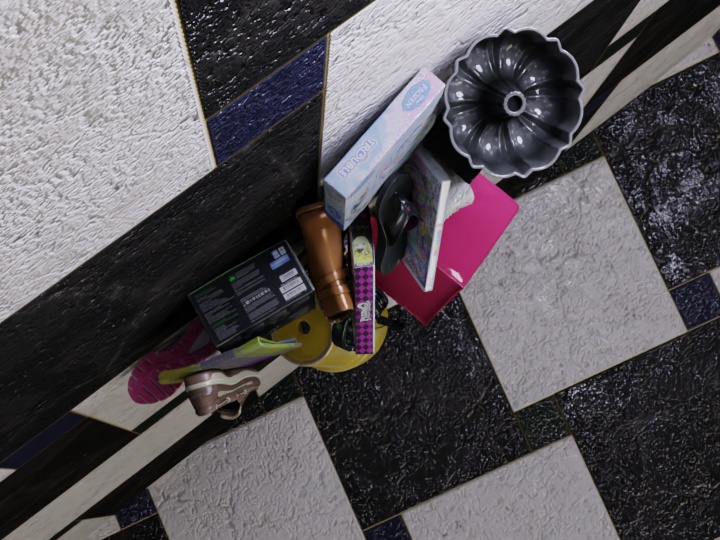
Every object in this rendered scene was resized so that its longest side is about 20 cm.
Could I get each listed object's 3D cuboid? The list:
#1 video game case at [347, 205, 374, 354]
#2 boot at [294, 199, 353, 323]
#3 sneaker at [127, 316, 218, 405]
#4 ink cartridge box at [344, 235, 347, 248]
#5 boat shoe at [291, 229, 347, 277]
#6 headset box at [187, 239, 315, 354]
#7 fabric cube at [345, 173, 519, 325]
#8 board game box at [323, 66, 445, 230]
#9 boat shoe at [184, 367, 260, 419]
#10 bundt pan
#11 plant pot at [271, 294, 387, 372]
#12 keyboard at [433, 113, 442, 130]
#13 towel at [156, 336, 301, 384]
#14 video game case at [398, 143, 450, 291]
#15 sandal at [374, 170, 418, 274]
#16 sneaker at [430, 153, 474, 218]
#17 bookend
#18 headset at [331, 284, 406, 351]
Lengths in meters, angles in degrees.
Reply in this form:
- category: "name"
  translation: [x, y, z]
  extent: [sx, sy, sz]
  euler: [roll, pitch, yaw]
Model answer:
- category: "video game case"
  translation: [0.000, 0.000, 1.710]
  extent: [0.035, 0.183, 0.201]
  euler: [-3, 136, -3]
- category: "boot"
  translation: [-0.051, -0.012, 1.626]
  extent: [0.076, 0.157, 0.200]
  euler: [-10, 163, -12]
- category: "sneaker"
  translation: [-0.299, 0.155, 1.808]
  extent: [0.199, 0.082, 0.088]
  euler: [-37, 171, -7]
- category: "ink cartridge box"
  translation: [-0.075, -0.027, 1.967]
  extent: [0.199, 0.037, 0.095]
  euler: [-34, 173, -19]
- category: "boat shoe"
  translation: [-0.057, -0.038, 1.827]
  extent: [0.199, 0.074, 0.074]
  euler: [-39, 173, 10]
- category: "headset box"
  translation: [-0.164, 0.051, 1.693]
  extent: [0.173, 0.093, 0.200]
  euler: [-30, 171, -6]
- category: "fabric cube"
  translation: [0.120, -0.064, 1.865]
  extent: [0.200, 0.199, 0.196]
  euler: [-53, -179, -28]
- category: "board game box"
  translation: [0.029, -0.160, 1.466]
  extent: [0.200, 0.043, 0.199]
  euler: [-49, 176, -9]
- category: "boat shoe"
  translation: [-0.215, 0.200, 1.706]
  extent: [0.074, 0.076, 0.202]
  euler: [-20, 170, 20]
- category: "bundt pan"
  translation: [0.198, -0.231, 1.468]
  extent: [0.201, 0.203, 0.076]
  euler: [-38, -161, 0]
- category: "plant pot"
  translation: [-0.071, 0.097, 2.015]
  extent: [0.200, 0.202, 0.189]
  euler: [-40, 170, 20]
- category: "keyboard"
  translation: [0.068, -0.190, 1.709]
  extent: [0.199, 0.021, 0.127]
  euler: [-31, 169, -44]
- category: "towel"
  translation: [-0.205, 0.139, 1.672]
  extent: [0.198, 0.023, 0.143]
  euler: [-21, 169, 23]
- category: "video game case"
  translation: [0.085, -0.090, 1.626]
  extent: [0.018, 0.144, 0.202]
  euler: [-11, 131, -21]
- category: "sandal"
  translation: [0.060, -0.067, 1.597]
  extent: [0.075, 0.048, 0.202]
  euler: [-40, 151, -29]
- category: "sneaker"
  translation: [0.135, -0.119, 1.710]
  extent: [0.201, 0.098, 0.078]
  euler: [-80, -167, -44]
- category: "bookend"
  translation: [0.193, -0.239, 1.624]
  extent: [0.199, 0.092, 0.200]
  euler: [-51, 180, 10]
- category: "headset"
  translation: [0.016, 0.087, 1.893]
  extent: [0.125, 0.093, 0.200]
  euler: [-67, 161, 2]
